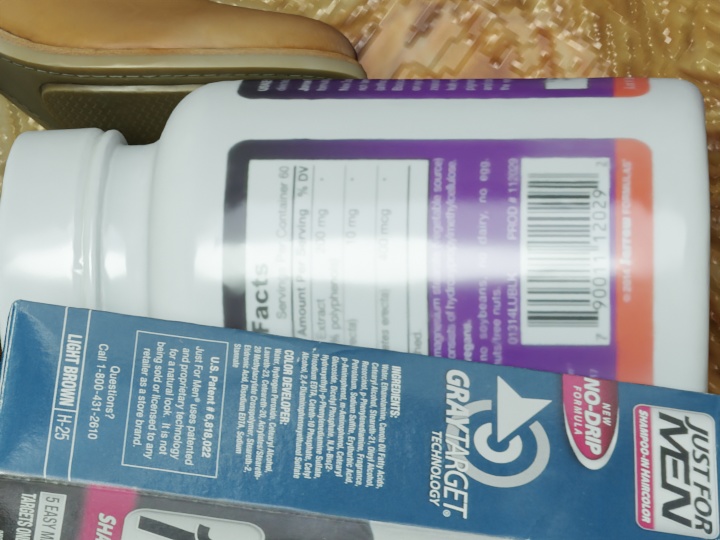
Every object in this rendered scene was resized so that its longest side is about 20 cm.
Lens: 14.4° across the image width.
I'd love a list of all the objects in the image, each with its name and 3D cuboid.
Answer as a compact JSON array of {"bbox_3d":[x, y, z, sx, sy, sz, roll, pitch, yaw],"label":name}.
[{"bbox_3d":[0.000,0.000,0.829,0.199,0.111,0.112,0,70,5],"label":"pill bottle"},{"bbox_3d":[-0.092,-0.112,0.908,0.199,0.077,0.156,-1,65,12],"label":"boot"},{"bbox_3d":[-0.004,0.073,0.781,0.199,0.100,0.061,8,50,-6],"label":"hair color box"}]
